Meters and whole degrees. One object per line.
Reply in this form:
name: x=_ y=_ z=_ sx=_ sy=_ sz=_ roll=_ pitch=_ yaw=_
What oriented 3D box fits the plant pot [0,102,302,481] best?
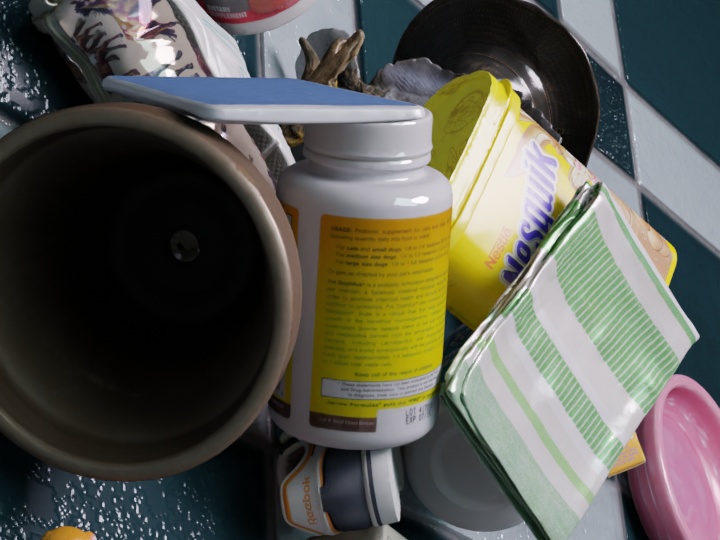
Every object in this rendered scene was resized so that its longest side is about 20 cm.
plant pot: x=-0.117 y=0.000 z=1.077 sx=0.201 sy=0.199 sz=0.175 roll=65 pitch=13 yaw=-4

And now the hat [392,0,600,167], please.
hat: x=0.084 y=-0.110 z=1.460 sx=0.081 sy=0.200 sz=0.202 roll=-37 pitch=103 yaw=-48

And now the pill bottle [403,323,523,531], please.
pill bottle: x=0.100 y=0.100 z=1.401 sx=0.111 sy=0.110 sz=0.200 roll=61 pitch=19 yaw=-12

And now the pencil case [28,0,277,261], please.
pencil case: x=-0.130 y=-0.104 z=1.205 sx=0.201 sy=0.077 sz=0.090 roll=59 pitch=40 yaw=-16

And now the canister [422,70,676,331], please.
canister: x=0.113 y=-0.017 z=1.303 sx=0.200 sy=0.086 sz=0.149 roll=38 pitch=62 yaw=-25

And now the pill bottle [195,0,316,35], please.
pill bottle: x=-0.094 y=-0.263 z=1.274 sx=0.201 sy=0.110 sz=0.111 roll=68 pitch=20 yaw=-50

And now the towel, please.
towel: x=0.139 y=0.060 z=1.240 sx=0.153 sy=0.023 sz=0.200 roll=54 pitch=56 yaw=-24

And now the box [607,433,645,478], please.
box: x=0.160 y=0.069 z=1.539 sx=0.119 sy=0.041 sz=0.201 roll=149 pitch=-77 yaw=-75

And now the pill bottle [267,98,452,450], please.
pill bottle: x=0.000 y=0.000 z=1.169 sx=0.109 sy=0.108 sz=0.202 roll=-26 pitch=123 yaw=-60

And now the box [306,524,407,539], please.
box: x=0.042 y=0.248 z=1.263 sx=0.200 sy=0.068 sz=0.083 roll=43 pitch=43 yaw=-38

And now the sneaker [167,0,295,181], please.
sneaker: x=-0.092 y=-0.115 z=1.286 sx=0.201 sy=0.070 sz=0.080 roll=61 pitch=21 yaw=-15

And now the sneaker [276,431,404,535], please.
sneaker: x=-0.013 y=0.122 z=1.258 sx=0.200 sy=0.079 sz=0.079 roll=-56 pitch=135 yaw=-84

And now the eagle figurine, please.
eagle figurine: x=0.028 y=-0.082 z=1.391 sx=0.199 sy=0.151 sz=0.152 roll=24 pitch=81 yaw=-27

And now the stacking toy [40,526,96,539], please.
stacking toy: x=-0.105 y=0.216 z=1.033 sx=0.200 sy=0.110 sz=0.116 roll=48 pitch=45 yaw=-11

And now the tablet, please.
tablet: x=-0.060 y=-0.097 z=1.085 sx=0.129 sy=0.200 sz=0.014 roll=-2 pitch=101 yaw=-23

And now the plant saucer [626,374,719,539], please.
plant saucer: x=0.299 y=0.197 z=1.740 sx=0.200 sy=0.051 sz=0.202 roll=38 pitch=40 yaw=-42
